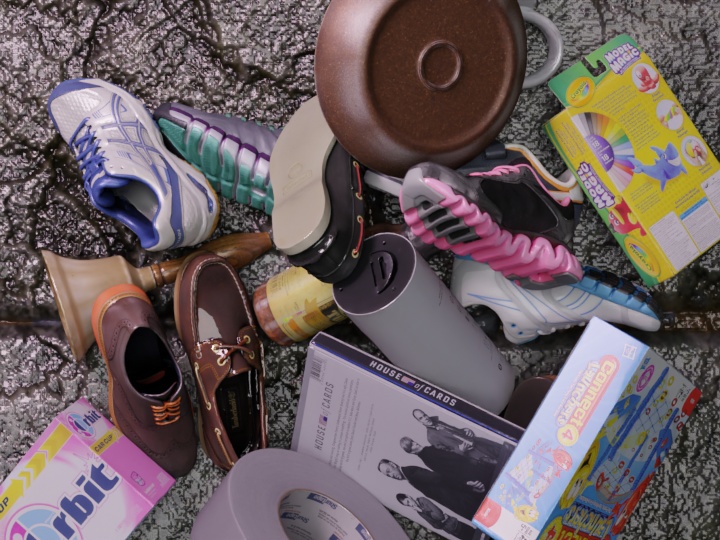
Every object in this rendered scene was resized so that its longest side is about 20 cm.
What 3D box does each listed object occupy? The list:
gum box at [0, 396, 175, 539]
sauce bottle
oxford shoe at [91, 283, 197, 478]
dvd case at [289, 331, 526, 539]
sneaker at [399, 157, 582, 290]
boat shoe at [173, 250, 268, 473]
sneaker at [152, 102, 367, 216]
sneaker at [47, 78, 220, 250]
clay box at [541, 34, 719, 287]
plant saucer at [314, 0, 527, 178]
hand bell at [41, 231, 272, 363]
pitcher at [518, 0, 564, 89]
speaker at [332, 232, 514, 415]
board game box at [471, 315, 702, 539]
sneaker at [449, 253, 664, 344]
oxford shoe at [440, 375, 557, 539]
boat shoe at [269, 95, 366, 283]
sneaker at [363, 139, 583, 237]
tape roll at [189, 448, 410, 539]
[{"bbox_3d":[-0.271,0.227,1.337,0.113,0.066,0.200,41,106,1],"label":"gum box"},{"bbox_3d":[0.000,0.000,1.329,0.199,0.066,0.066,-28,89,23],"label":"sauce bottle"},{"bbox_3d":[-0.182,0.112,1.320,0.071,0.073,0.201,-26,124,-14],"label":"oxford shoe"},{"bbox_3d":[0.036,0.151,1.312,0.199,0.025,0.151,26,134,14],"label":"dvd case"},{"bbox_3d":[0.111,-0.056,1.264,0.199,0.079,0.096,26,66,-38],"label":"sneaker"},{"bbox_3d":[-0.114,0.083,1.337,0.070,0.070,0.202,-16,104,-23],"label":"boat shoe"},{"bbox_3d":[-0.089,-0.107,1.373,0.199,0.075,0.088,31,58,6],"label":"sneaker"},{"bbox_3d":[-0.213,-0.096,1.330,0.200,0.088,0.076,41,122,16],"label":"sneaker"},{"bbox_3d":[0.247,-0.100,1.348,0.115,0.048,0.201,-33,88,-29],"label":"clay box"},{"bbox_3d":[0.059,-0.172,1.259,0.199,0.037,0.202,-6,106,-22],"label":"plant saucer"},{"bbox_3d":[-0.176,0.001,1.363,0.199,0.104,0.105,-19,90,-13],"label":"hand bell"},{"bbox_3d":[0.075,-0.197,1.345,0.200,0.121,0.172,-43,105,-11],"label":"pitcher"},{"bbox_3d":[0.057,0.054,1.295,0.081,0.200,0.082,-18,49,22],"label":"speaker"},{"bbox_3d":[0.198,0.156,1.292,0.056,0.200,0.197,30,90,29],"label":"board game box"},{"bbox_3d":[0.171,0.030,1.365,0.199,0.075,0.087,18,100,5],"label":"sneaker"},{"bbox_3d":[0.139,0.183,1.361,0.071,0.071,0.201,34,106,18],"label":"oxford shoe"},{"bbox_3d":[-0.033,-0.072,1.288,0.073,0.202,0.063,-28,128,25],"label":"boat shoe"},{"bbox_3d":[0.104,-0.082,1.355,0.199,0.078,0.080,15,94,-11],"label":"sneaker"},{"bbox_3d":[-0.042,0.243,1.271,0.200,0.200,0.066,37,113,0],"label":"tape roll"}]
